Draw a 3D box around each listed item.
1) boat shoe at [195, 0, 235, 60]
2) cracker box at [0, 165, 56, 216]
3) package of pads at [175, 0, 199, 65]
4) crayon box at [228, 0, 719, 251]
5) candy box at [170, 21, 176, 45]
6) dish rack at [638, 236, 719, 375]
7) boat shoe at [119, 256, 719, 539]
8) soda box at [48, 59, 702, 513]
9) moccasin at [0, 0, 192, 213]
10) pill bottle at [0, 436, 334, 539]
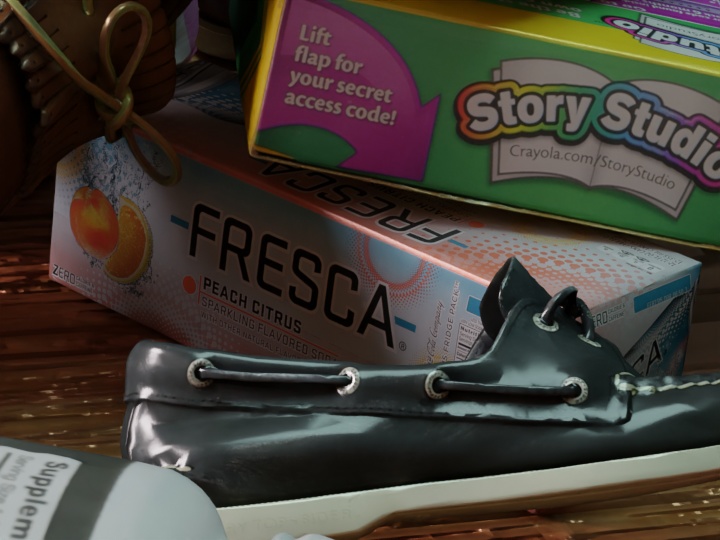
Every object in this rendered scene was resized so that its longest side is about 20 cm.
[{"bbox_3d":[0.033,-0.115,1.168,0.200,0.070,0.070,1,17,-21],"label":"boat shoe"},{"bbox_3d":[-0.195,-0.076,1.014,0.200,0.058,0.134,14,25,13],"label":"cracker box"},{"bbox_3d":[-0.154,-0.146,1.112,0.200,0.121,0.076,20,37,28],"label":"package of pads"},{"bbox_3d":[0.063,-0.063,0.921,0.200,0.058,0.173,11,18,-8],"label":"crayon box"},{"bbox_3d":[-0.164,-0.102,0.980,0.200,0.026,0.102,27,35,35],"label":"candy box"},{"bbox_3d":[0.114,-0.021,1.003,0.200,0.044,0.172,-4,24,-29],"label":"dish rack"},{"bbox_3d":[0.033,0.031,0.773,0.199,0.066,0.075,-8,-6,-5],"label":"boat shoe"},{"bbox_3d":[0.000,0.000,0.890,0.200,0.064,0.068,24,28,34],"label":"soda box"},{"bbox_3d":[-0.081,-0.067,0.865,0.078,0.074,0.201,15,39,13],"label":"moccasin"},{"bbox_3d":[-0.090,0.086,0.589,0.200,0.114,0.114,10,23,5],"label":"pill bottle"}]
